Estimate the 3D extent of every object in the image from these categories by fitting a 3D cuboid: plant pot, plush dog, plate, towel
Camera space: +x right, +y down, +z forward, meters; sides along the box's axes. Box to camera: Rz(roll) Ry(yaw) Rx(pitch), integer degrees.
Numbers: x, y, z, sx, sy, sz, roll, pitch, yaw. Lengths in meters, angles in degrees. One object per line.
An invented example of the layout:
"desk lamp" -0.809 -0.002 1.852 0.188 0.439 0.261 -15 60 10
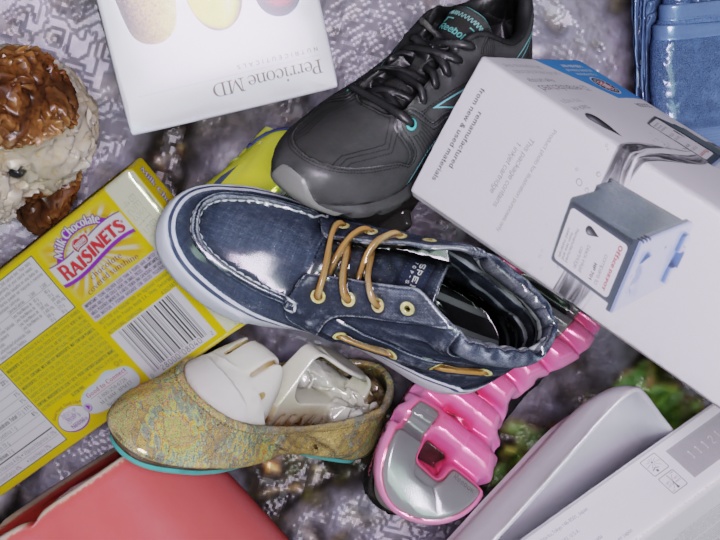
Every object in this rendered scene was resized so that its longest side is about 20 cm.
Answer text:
"plant pot" -0.112 0.190 0.784 0.200 0.200 0.178 -32 92 -2
"plush dog" -0.217 -0.066 0.731 0.171 0.200 0.162 -7 80 -9
"plate" 0.103 0.154 0.827 0.200 0.200 0.032 -47 60 2
"towel" 0.212 -0.067 0.846 0.111 0.049 0.201 -7 103 -16

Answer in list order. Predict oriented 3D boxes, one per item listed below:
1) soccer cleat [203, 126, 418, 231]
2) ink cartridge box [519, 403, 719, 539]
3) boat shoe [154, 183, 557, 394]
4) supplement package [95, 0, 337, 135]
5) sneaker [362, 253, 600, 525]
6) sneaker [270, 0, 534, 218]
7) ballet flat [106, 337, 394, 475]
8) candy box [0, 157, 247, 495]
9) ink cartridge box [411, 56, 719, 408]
"soccer cleat" -0.064 -0.035 0.817 0.199 0.065 0.084 -19 64 4
"ink cartridge box" 0.140 0.185 0.832 0.199 0.045 0.177 -29 143 -26
"boat shoe" 0.000 0.000 0.728 0.199 0.091 0.071 23 69 -16
"supplement package" -0.090 -0.183 0.752 0.113 0.110 0.201 -14 102 -5
"sneaker" 0.065 0.063 0.839 0.079 0.095 0.200 40 68 1
"sneaker" 0.026 -0.096 0.757 0.075 0.200 0.080 34 134 20
"ballet flat" -0.050 0.068 0.779 0.199 0.070 0.071 9 102 -52
"candy box" -0.160 0.035 0.788 0.200 0.026 0.102 -34 101 22
"ink cartridge box" 0.148 -0.024 0.743 0.199 0.146 0.086 34 111 20
